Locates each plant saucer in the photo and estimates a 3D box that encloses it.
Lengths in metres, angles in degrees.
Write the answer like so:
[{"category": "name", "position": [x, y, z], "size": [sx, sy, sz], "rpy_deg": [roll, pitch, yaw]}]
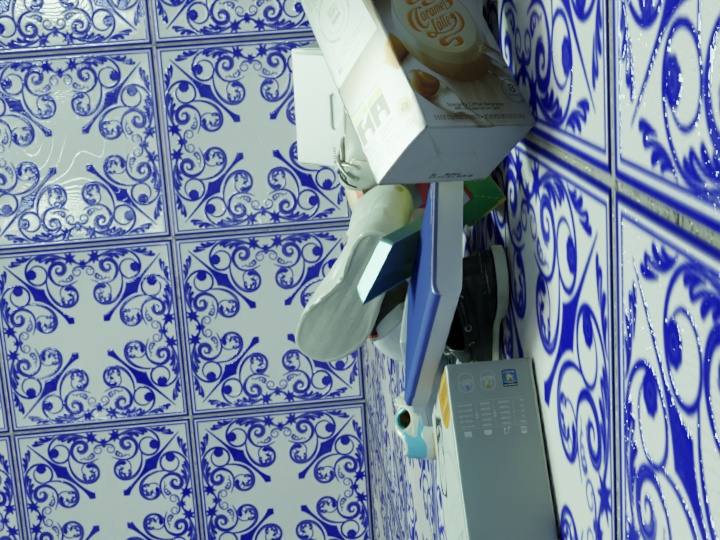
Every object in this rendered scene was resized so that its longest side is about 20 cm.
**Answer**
[{"category": "plant saucer", "position": [0.055, -0.025, 1.155], "size": [0.199, 0.019, 0.071], "rpy_deg": [-30, -30, -59]}]

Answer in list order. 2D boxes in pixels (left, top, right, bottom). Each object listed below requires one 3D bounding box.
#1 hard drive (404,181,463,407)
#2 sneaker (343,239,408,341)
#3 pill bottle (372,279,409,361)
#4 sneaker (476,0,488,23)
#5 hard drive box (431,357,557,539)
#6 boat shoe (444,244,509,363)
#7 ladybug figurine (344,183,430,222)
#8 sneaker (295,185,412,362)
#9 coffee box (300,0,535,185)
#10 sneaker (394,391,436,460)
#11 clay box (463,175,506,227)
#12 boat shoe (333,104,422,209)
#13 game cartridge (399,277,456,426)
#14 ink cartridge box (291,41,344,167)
[{"category": "hard drive", "position": [0.062, 0.016, 1.060], "size": [0.201, 0.025, 0.134], "rpy_deg": [98, 176, -58]}, {"category": "sneaker", "position": [0.008, 0.013, 1.342], "size": [0.082, 0.077, 0.200], "rpy_deg": [48, -176, -17]}, {"category": "pill bottle", "position": [0.053, 0.030, 1.528], "size": [0.200, 0.110, 0.114], "rpy_deg": [-105, 11, -72]}, {"category": "sneaker", "position": [0.078, -0.238, 1.103], "size": [0.112, 0.072, 0.204], "rpy_deg": [-127, 31, -80]}, {"category": "hard drive box", "position": [0.115, 0.197, 1.048], "size": [0.156, 0.075, 0.203], "rpy_deg": [93, 172, -67]}, {"category": "boat shoe", "position": [0.100, 0.050, 1.160], "size": [0.200, 0.065, 0.075], "rpy_deg": [91, 173, -59]}, {"category": "ladybug figurine", "position": [0.046, -0.123, 1.430], "size": [0.072, 0.134, 0.203], "rpy_deg": [-20, 76, 57]}, {"category": "sneaker", "position": [0.000, 0.000, 1.264], "size": [0.201, 0.073, 0.116], "rpy_deg": [-56, 10, 38]}, {"category": "coffee box", "position": [0.040, -0.174, 0.964], "size": [0.080, 0.113, 0.202], "rpy_deg": [-48, 57, 46]}, {"category": "sneaker", "position": [0.080, 0.166, 1.524], "size": [0.201, 0.079, 0.078], "rpy_deg": [-100, 5, -67]}, {"category": "clay box", "position": [0.072, -0.118, 1.157], "size": [0.115, 0.047, 0.200], "rpy_deg": [52, -176, -14]}, {"category": "boat shoe", "position": [0.008, -0.112, 1.254], "size": [0.071, 0.069, 0.201], "rpy_deg": [55, 176, 30]}, {"category": "game cartridge", "position": [0.078, 0.046, 1.274], "size": [0.201, 0.040, 0.135], "rpy_deg": [-74, -26, -50]}, {"category": "ink cartridge box", "position": [-0.001, -0.225, 1.532], "size": [0.200, 0.083, 0.147], "rpy_deg": [-33, -55, -55]}]
